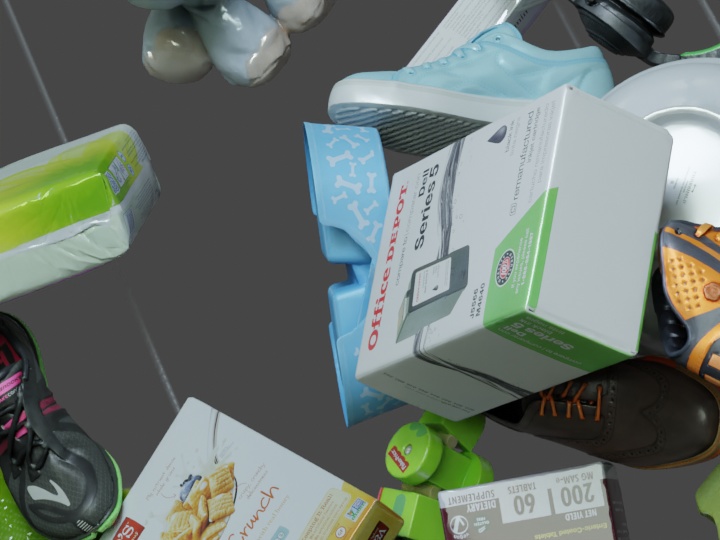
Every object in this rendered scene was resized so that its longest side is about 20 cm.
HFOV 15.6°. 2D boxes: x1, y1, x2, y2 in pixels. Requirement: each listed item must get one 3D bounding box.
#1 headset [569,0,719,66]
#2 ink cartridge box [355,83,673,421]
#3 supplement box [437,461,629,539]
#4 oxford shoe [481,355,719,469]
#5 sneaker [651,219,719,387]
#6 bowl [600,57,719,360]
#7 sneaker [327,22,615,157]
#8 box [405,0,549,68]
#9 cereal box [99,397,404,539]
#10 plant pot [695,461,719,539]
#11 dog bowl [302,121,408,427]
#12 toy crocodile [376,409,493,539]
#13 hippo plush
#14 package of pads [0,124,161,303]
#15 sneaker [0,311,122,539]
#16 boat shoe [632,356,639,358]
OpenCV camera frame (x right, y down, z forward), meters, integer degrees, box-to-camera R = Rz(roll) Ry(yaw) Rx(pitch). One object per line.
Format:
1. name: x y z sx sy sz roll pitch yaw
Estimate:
1. headset: 0.177 -0.202 1.739 0.199 0.094 0.124 8 91 4
2. ink cartridge box: 0.089 -0.006 1.573 0.084 0.200 0.146 22 66 -24
3. supplement box: 0.119 0.226 1.613 0.108 0.061 0.201 -12 83 12
4. oxford shoe: 0.140 0.086 1.633 0.199 0.072 0.072 5 92 44
5. sneaker: 0.233 -0.022 1.523 0.112 0.078 0.201 19 60 14
6. bowl: 0.205 -0.045 1.620 0.200 0.090 0.202 -3 78 15
7. sneaker: 0.074 -0.124 1.744 0.199 0.074 0.082 4 67 -16
8. box: 0.105 -0.193 1.799 0.041 0.039 0.200 34 83 25
9. cereal box: -0.081 0.178 1.684 0.200 0.040 0.144 23 78 45
10. plant pot: 0.307 0.117 1.566 0.190 0.200 0.200 -42 65 12
11. dog bowl: 0.000 0.000 1.707 0.049 0.111 0.201 -8 94 -3
12. toy crocodile: 0.032 0.164 1.681 0.062 0.067 0.201 2 69 49
13. hippo plush: -0.107 -0.238 1.809 0.158 0.161 0.201 -15 68 11
14. package of pads: -0.240 -0.026 1.783 0.199 0.155 0.068 -19 104 10
15. sneaker: -0.230 0.104 1.763 0.077 0.084 0.200 -40 61 4
16. boat shoe: 0.233 -0.026 1.690 0.068 0.072 0.201 26 77 8
